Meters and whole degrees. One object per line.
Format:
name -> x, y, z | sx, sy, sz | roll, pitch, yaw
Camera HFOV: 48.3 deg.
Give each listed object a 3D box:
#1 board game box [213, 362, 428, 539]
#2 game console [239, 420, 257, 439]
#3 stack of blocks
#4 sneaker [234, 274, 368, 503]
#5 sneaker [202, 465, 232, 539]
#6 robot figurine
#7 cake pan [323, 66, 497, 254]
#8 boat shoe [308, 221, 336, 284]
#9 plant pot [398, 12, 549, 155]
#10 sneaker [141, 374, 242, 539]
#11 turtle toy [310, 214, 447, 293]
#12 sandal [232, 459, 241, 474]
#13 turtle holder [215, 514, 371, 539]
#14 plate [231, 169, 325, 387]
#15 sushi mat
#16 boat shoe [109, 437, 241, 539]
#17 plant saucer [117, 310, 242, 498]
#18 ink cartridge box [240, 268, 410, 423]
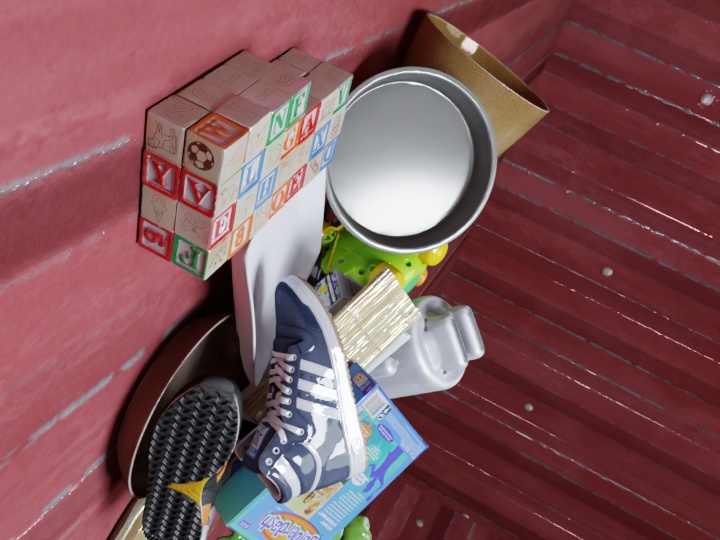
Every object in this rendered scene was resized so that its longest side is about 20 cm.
board game box -> -0.037, 0.210, 0.843 | 0.200, 0.045, 0.152 | -42, 136, -8
game console -> -0.100, 0.126, 1.027 | 0.171, 0.118, 0.200 | -16, -162, 41
stack of blocks -> -0.078, -0.098, 0.603 | 0.200, 0.059, 0.115 | -51, 164, -48
sneaker -> -0.067, 0.112, 0.723 | 0.108, 0.200, 0.070 | -20, -170, -26
sneaker -> -0.209, 0.309, 0.960 | 0.201, 0.073, 0.114 | -58, 172, -25
robot figurine -> 0.049, 0.097, 0.982 | 0.200, 0.113, 0.170 | -17, 180, 40
cake pan -> 0.051, -0.119, 0.875 | 0.200, 0.200, 0.037 | -63, -159, 4
boat shoe -> -0.031, 0.010, 1.073 | 0.074, 0.068, 0.199 | -55, 167, -34
plant pot -> 0.097, -0.177, 0.994 | 0.200, 0.186, 0.186 | -52, 174, 22
sneaker -> -0.151, 0.160, 0.735 | 0.090, 0.070, 0.200 | -81, -171, -62
turtle toy -> 0.000, 0.000, 0.949 | 0.200, 0.146, 0.101 | -37, 147, -29
sandal -> -0.133, 0.238, 1.123 | 0.200, 0.087, 0.080 | -85, -165, -55
turtle holder -> -0.071, 0.294, 0.981 | 0.141, 0.185, 0.132 | 103, 7, -53
plate -> -0.079, -0.023, 0.767 | 0.200, 0.032, 0.200 | 96, 13, -48
sushi mat -> -0.026, 0.090, 0.809 | 0.200, 0.012, 0.096 | -44, 139, -4
boat shoe -> -0.196, 0.254, 0.864 | 0.200, 0.076, 0.072 | -58, 169, -22
plant saucer -> -0.171, 0.121, 0.772 | 0.200, 0.034, 0.200 | -60, 169, -19
ink cartridge box -> -0.054, 0.096, 0.883 | 0.200, 0.109, 0.050 | -42, -141, 22
